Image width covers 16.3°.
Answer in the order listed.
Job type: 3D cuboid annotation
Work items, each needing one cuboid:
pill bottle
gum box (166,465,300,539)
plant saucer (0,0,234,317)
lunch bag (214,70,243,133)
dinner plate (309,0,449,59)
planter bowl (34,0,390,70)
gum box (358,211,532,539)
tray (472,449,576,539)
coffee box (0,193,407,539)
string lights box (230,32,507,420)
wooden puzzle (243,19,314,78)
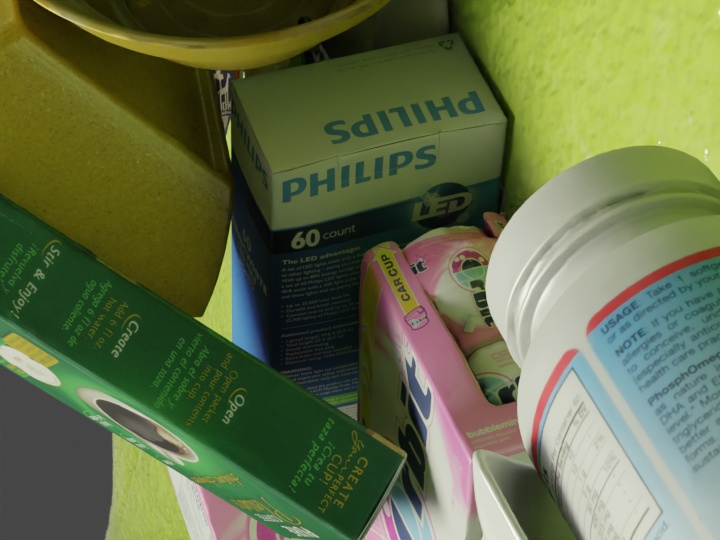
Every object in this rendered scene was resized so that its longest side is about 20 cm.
[{"bbox_3d":[0.111,0.056,0.713,0.200,0.108,0.109,-119,21,-44],"label":"pill bottle"},{"bbox_3d":[-0.020,0.138,1.249,0.066,0.113,0.201,110,143,-64],"label":"gum box"},{"bbox_3d":[-0.119,-0.106,1.017,0.200,0.048,0.201,36,-148,-47],"label":"plant saucer"},{"bbox_3d":[-0.097,-0.154,1.246,0.200,0.075,0.161,-88,-4,-60],"label":"lunch bag"},{"bbox_3d":[-0.006,-0.153,1.115,0.200,0.024,0.201,166,90,-74],"label":"dinner plate"},{"bbox_3d":[-0.051,-0.139,0.963,0.084,0.200,0.201,89,161,-57],"label":"planter bowl"},{"bbox_3d":[0.048,0.085,1.018,0.200,0.066,0.114,92,157,-46],"label":"gum box"},{"bbox_3d":[0.090,0.117,0.783,0.108,0.022,0.200,61,-164,23],"label":"tray"},{"bbox_3d":[-0.086,0.040,0.989,0.200,0.044,0.123,33,167,-9],"label":"coffee box"},{"bbox_3d":[0.000,0.000,1.075,0.200,0.102,0.059,93,158,-47],"label":"string lights box"},{"bbox_3d":[-0.033,-0.077,1.174,0.185,0.037,0.200,-100,2,-46],"label":"wooden puzzle"}]
